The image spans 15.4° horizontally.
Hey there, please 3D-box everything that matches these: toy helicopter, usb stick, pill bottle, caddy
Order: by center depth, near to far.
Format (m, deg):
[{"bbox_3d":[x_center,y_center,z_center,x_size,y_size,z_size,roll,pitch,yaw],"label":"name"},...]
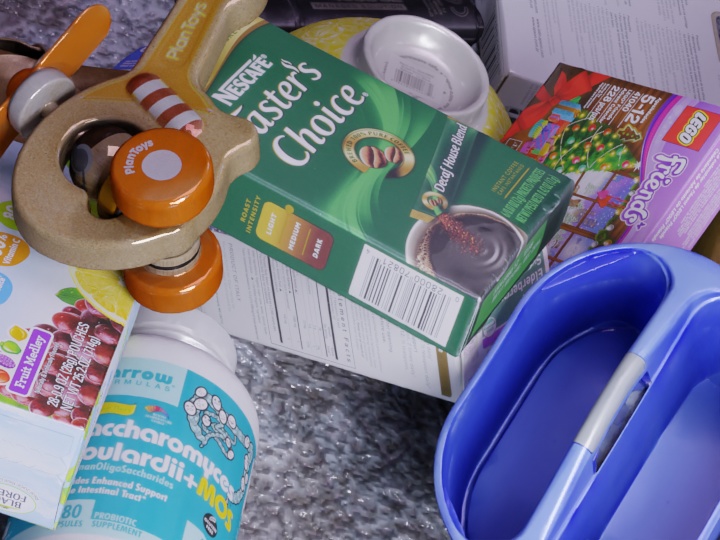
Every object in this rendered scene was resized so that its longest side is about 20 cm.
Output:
[{"bbox_3d":[-0.104,-0.082,1.249,0.131,0.079,0.201,15,54,14],"label":"toy helicopter"},{"bbox_3d":[-0.111,0.108,1.299,0.110,0.111,0.201,21,43,-10],"label":"pill bottle"},{"bbox_3d":[0.122,0.082,1.309,0.141,0.105,0.201,27,70,17],"label":"caddy"},{"bbox_3d":[-0.014,-0.159,1.664,0.199,0.033,0.056,-3,45,-32],"label":"usb stick"}]

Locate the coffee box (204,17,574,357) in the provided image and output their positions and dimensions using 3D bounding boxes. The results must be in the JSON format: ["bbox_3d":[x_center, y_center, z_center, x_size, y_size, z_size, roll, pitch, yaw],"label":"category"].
[{"bbox_3d":[-0.008,-0.047,1.310,0.199,0.044,0.123,29,40,13],"label":"coffee box"}]

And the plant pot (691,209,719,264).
[{"bbox_3d":[0.276,-0.013,1.516,0.194,0.201,0.194,20,13,-11],"label":"plant pot"}]

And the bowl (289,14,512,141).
[{"bbox_3d":[0.018,-0.084,1.556,0.199,0.108,0.201,16,44,-16],"label":"bowl"}]

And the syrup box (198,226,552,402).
[{"bbox_3d":[0.000,0.000,1.412,0.199,0.082,0.079,14,33,39],"label":"syrup box"}]

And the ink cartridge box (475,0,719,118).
[{"bbox_3d":[0.170,-0.159,1.761,0.199,0.041,0.201,15,45,-17],"label":"ink cartridge box"}]

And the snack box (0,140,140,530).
[{"bbox_3d":[-0.190,0.013,1.234,0.167,0.068,0.200,19,33,-2],"label":"snack box"}]

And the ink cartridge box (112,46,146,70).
[{"bbox_3d":[-0.127,-0.067,1.460,0.119,0.042,0.200,2,31,34],"label":"ink cartridge box"}]

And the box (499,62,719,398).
[{"bbox_3d":[0.110,-0.018,1.469,0.136,0.039,0.200,20,66,43],"label":"box"}]

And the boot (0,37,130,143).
[{"bbox_3d":[-0.157,-0.088,1.388,0.199,0.076,0.074,-15,20,-4],"label":"boot"}]
